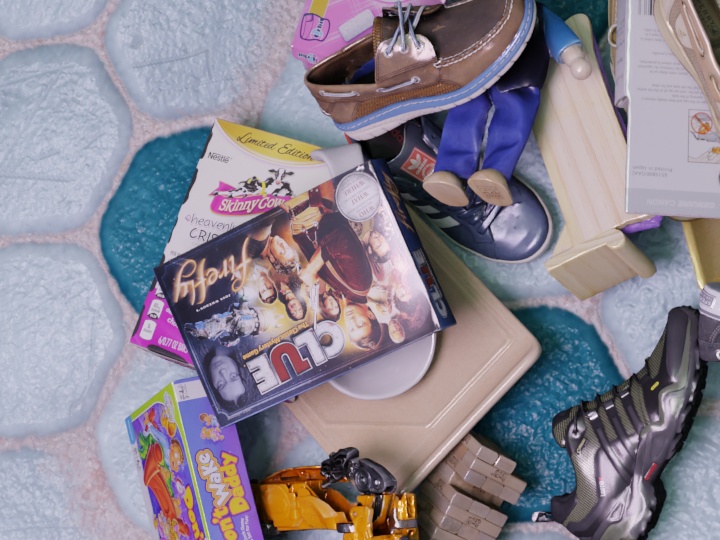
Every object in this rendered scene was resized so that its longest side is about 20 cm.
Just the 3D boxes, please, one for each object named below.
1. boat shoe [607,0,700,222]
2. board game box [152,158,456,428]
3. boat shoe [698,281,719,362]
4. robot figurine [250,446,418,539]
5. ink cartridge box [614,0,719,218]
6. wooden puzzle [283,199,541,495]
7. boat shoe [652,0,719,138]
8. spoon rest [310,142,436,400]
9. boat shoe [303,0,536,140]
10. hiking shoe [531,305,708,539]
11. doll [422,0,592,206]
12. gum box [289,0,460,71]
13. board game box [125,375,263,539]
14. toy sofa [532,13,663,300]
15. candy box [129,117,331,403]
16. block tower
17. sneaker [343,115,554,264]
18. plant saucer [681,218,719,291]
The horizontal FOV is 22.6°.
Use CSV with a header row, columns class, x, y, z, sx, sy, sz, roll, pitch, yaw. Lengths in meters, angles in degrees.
class,x,y,z,sx,sy,sz,roll,pitch,yaw
boat shoe,0.225,-0.138,1.343,0.073,0.063,0.202,-10,81,17
board game box,-0.044,0.019,1.353,0.199,0.035,0.136,-26,86,21
boat shoe,0.342,0.054,1.315,0.199,0.070,0.067,6,102,-5
robot figurine,-0.022,0.209,1.386,0.199,0.058,0.146,-8,84,50
ink cartridge box,0.283,-0.120,1.297,0.199,0.044,0.175,3,85,-4
wooden puzzle,0.027,0.067,1.438,0.185,0.037,0.200,-47,58,8
boat shoe,0.274,-0.126,1.243,0.071,0.065,0.200,-38,87,-7
spoon rest,0.000,0.000,1.385,0.099,0.061,0.201,-11,88,-9
boat shoe,0.039,-0.158,1.332,0.200,0.072,0.073,-28,44,36
hiking shoe,0.197,0.114,1.366,0.100,0.076,0.201,20,91,16
doll,0.110,-0.147,1.348,0.136,0.048,0.201,0,66,36
gum box,0.031,-0.239,1.460,0.113,0.066,0.201,17,84,18
board game box,-0.127,0.195,1.436,0.045,0.134,0.201,-9,77,-26
toy sofa,0.169,-0.088,1.376,0.097,0.083,0.201,-25,64,16
candy box,-0.087,-0.010,1.463,0.136,0.061,0.201,16,81,27
block tower,0.056,0.224,1.399,0.054,0.058,0.201,27,95,-24
sneaker,0.062,-0.074,1.428,0.200,0.084,0.075,34,94,19
plant saucer,0.333,-0.096,1.361,0.199,0.048,0.201,-16,79,17
